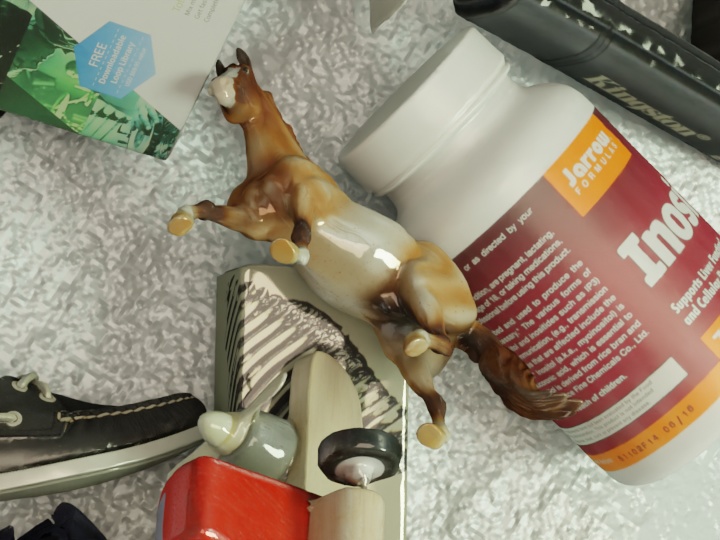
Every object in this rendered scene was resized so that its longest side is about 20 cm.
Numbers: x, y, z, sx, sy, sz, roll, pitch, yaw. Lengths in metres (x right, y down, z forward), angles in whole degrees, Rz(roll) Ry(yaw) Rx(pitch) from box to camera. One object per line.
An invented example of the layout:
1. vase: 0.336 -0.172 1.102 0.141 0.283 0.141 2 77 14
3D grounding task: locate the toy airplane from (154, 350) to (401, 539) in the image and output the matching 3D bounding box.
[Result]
1. toy airplane: -0.024 0.145 0.852 0.141 0.200 0.199 -12 100 17

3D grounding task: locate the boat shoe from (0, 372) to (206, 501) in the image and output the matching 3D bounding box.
1. boat shoe: -0.162 0.073 0.934 0.200 0.074 0.060 -13 80 -13

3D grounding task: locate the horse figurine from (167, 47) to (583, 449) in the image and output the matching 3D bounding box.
1. horse figurine: 0.000 0.000 0.892 0.200 0.133 0.050 38 109 -5

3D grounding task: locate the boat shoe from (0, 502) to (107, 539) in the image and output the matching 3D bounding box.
1. boat shoe: -0.099 0.189 0.941 0.075 0.093 0.200 -21 122 1

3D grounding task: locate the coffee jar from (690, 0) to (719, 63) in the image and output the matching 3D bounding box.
1. coffee jar: 0.221 -0.179 1.026 0.104 0.085 0.200 14 82 -14

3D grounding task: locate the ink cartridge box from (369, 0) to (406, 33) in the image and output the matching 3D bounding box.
1. ink cartridge box: 0.047 -0.211 0.973 0.067 0.117 0.200 3 86 -11

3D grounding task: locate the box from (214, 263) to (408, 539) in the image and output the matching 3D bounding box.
1. box: -0.023 0.099 0.962 0.082 0.068 0.200 1 86 -14

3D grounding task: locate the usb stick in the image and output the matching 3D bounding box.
1. usb stick: 0.128 -0.091 0.986 0.200 0.055 0.033 25 66 -31

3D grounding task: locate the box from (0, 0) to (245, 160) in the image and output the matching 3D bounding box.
1. box: -0.143 -0.135 0.878 0.200 0.036 0.144 17 123 -19

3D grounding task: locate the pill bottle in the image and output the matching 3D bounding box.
1. pill bottle: 0.089 -0.009 0.971 0.200 0.113 0.113 45 79 -7

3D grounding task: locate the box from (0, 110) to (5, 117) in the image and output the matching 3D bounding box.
1. box: -0.259 -0.103 0.936 0.199 0.050 0.200 45 78 -7
